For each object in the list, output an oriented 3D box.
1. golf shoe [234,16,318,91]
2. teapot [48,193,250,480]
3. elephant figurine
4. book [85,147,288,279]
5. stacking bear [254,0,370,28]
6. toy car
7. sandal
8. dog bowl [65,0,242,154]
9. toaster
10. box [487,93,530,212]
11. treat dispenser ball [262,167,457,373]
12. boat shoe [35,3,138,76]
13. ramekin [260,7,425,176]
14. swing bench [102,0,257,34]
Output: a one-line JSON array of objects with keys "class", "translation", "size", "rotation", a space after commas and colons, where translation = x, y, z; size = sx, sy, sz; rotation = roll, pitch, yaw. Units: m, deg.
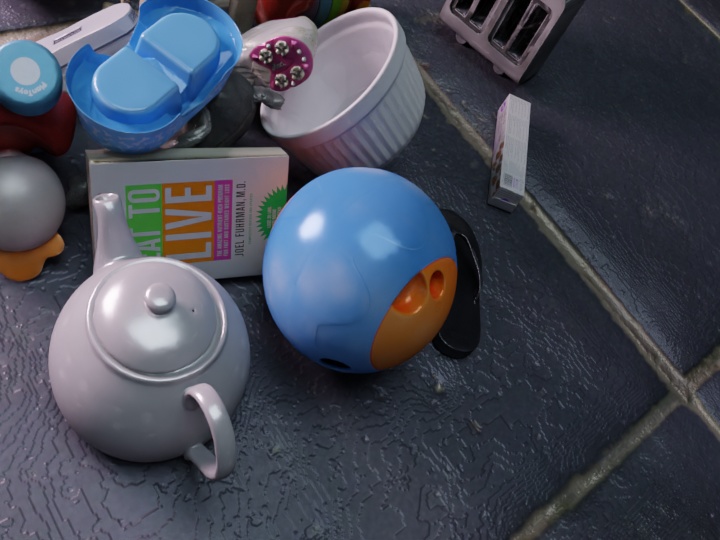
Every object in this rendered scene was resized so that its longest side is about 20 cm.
[{"class": "golf shoe", "translation": [-0.135, -0.257, 0.862], "size": [0.196, 0.076, 0.093], "rotation": [-4, 45, 25]}, {"class": "teapot", "translation": [-0.181, 0.065, 0.624], "size": [0.196, 0.147, 0.200], "rotation": [21, 52, -8]}, {"class": "elephant figurine", "translation": [-0.204, -0.137, 0.778], "size": [0.141, 0.153, 0.204], "rotation": [37, 55, -37]}, {"class": "book", "translation": [-0.174, -0.055, 0.723], "size": [0.196, 0.137, 0.048], "rotation": [-7, 26, -25]}, {"class": "stacking bear", "translation": [-0.056, -0.409, 1.025], "size": [0.198, 0.122, 0.115], "rotation": [-28, 77, -44]}, {"class": "toy car", "translation": [-0.357, -0.090, 0.672], "size": [0.173, 0.183, 0.205], "rotation": [-8, 89, -25]}, {"class": "sandal", "translation": [0.121, 0.007, 0.851], "size": [0.074, 0.043, 0.204], "rotation": [9, 55, -16]}, {"class": "dog bowl", "translation": [-0.201, -0.193, 0.693], "size": [0.110, 0.050, 0.201], "rotation": [35, 55, 0]}, {"class": "toaster", "translation": [0.244, -0.421, 1.093], "size": [0.180, 0.201, 0.118], "rotation": [41, 48, 9]}, {"class": "box", "translation": [0.217, -0.173, 1.015], "size": [0.041, 0.039, 0.203], "rotation": [20, 53, -9]}, {"class": "treat dispenser ball", "translation": [0.000, 0.000, 0.705], "size": [0.196, 0.202, 0.205], "rotation": [11, 54, -15]}, {"class": "boat shoe", "translation": [-0.331, -0.229, 0.791], "size": [0.197, 0.066, 0.072], "rotation": [-28, 43, -1]}, {"class": "ramekin", "translation": [-0.014, -0.204, 0.847], "size": [0.105, 0.197, 0.204], "rotation": [44, 39, -41]}, {"class": "swing bench", "translation": [-0.208, -0.354, 0.862], "size": [0.196, 0.200, 0.132], "rotation": [-6, 59, -24]}]
